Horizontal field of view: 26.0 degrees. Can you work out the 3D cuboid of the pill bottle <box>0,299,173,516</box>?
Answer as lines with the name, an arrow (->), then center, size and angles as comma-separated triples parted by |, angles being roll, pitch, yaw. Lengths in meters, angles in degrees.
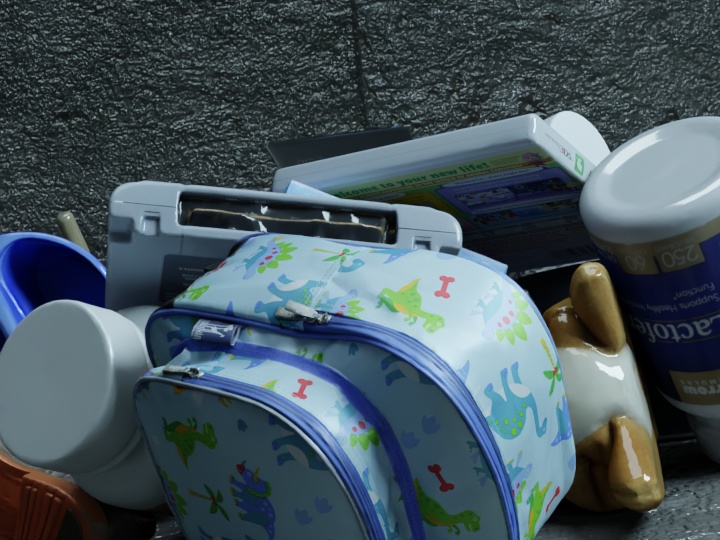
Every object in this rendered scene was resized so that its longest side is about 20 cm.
pill bottle -> -0.111, 0.083, 0.899 | 0.113, 0.116, 0.199 | -2, -15, 33

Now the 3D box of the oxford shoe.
oxford shoe -> -0.210, 0.131, 0.959 | 0.199, 0.072, 0.073 | 26, 17, 33

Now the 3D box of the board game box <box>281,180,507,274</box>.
board game box -> 0.000, 0.000, 1.059 | 0.150, 0.037, 0.200 | 21, -11, -9

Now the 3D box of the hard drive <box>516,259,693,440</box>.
hard drive -> 0.209, 0.055, 1.067 | 0.197, 0.136, 0.042 | -7, 25, -1

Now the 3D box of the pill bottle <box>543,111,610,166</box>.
pill bottle -> 0.102, -0.048, 1.237 | 0.199, 0.113, 0.112 | -27, -9, 39

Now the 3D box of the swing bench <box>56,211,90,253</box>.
swing bench -> -0.142, 0.059, 1.242 | 0.197, 0.201, 0.131 | -4, 48, 33

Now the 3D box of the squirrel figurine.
squirrel figurine -> 0.084, 0.094, 0.958 | 0.185, 0.143, 0.200 | -15, -10, 12

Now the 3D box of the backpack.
backpack -> -0.003, 0.087, 0.781 | 0.198, 0.185, 0.147 | 2, 32, 34

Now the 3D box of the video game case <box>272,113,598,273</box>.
video game case -> 0.072, -0.041, 1.033 | 0.198, 0.022, 0.182 | -9, -25, 34

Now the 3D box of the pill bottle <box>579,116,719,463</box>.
pill bottle -> 0.221, 0.017, 0.962 | 0.115, 0.201, 0.116 | -23, 27, 12

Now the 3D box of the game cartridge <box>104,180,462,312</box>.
game cartridge -> -0.050, -0.001, 0.914 | 0.197, 0.042, 0.133 | 5, -22, -9

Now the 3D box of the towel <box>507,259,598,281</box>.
towel -> 0.148, 0.030, 1.199 | 0.131, 0.201, 0.035 | -12, 50, -29

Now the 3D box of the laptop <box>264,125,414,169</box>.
laptop -> 0.005, -0.009, 1.385 | 0.115, 0.202, 0.186 | 25, 25, 37

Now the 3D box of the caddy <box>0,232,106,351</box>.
caddy -> -0.202, 0.072, 1.030 | 0.141, 0.201, 0.105 | -32, -2, -1
